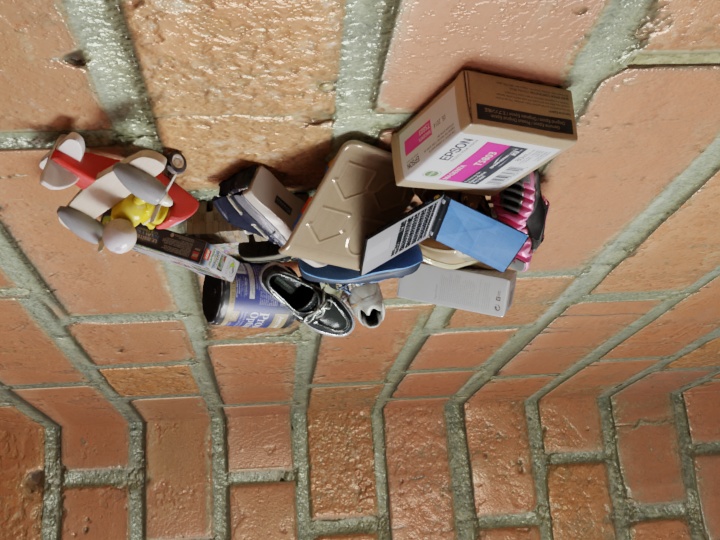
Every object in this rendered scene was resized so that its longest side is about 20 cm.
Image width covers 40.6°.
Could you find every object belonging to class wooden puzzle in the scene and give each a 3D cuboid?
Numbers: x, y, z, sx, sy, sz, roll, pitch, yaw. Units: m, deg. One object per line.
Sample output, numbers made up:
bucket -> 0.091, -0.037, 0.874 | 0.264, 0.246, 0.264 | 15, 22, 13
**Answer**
wooden puzzle -> -0.010, -0.094, 1.396 | 0.183, 0.046, 0.201 | 12, 121, -48

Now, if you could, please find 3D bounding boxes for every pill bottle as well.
pill bottle -> -0.173, 0.045, 1.730 | 0.196, 0.114, 0.112 | 5, 161, -28

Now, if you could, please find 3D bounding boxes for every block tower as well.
block tower -> -0.165, -0.078, 1.499 | 0.195, 0.059, 0.054 | -2, 163, 1

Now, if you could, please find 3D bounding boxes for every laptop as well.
laptop -> 0.112, -0.022, 1.390 | 0.198, 0.117, 0.188 | -30, 168, -10

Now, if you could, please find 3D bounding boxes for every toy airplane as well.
toy airplane -> -0.321, -0.095, 1.261 | 0.194, 0.144, 0.200 | -4, 163, 2

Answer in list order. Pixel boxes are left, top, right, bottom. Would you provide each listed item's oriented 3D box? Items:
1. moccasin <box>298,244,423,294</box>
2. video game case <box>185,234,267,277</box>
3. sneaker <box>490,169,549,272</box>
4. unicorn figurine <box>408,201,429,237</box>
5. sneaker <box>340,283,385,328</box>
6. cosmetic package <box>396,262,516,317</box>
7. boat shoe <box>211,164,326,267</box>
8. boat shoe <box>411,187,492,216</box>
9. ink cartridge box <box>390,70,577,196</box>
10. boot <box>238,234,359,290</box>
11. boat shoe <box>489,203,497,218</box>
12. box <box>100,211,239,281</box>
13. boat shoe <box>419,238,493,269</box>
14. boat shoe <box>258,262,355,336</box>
moccasin -> 0.000, 0.000, 1.529 | 0.195, 0.082, 0.068 | 1, 155, -5
video game case -> -0.250, -0.027, 1.703 | 0.140, 0.018, 0.200 | -10, 162, 17
sneaker -> 0.250, -0.097, 1.471 | 0.095, 0.078, 0.202 | -38, 144, -28
unicorn figurine -> 0.051, -0.068, 1.576 | 0.135, 0.075, 0.200 | -3, 150, 27
sneaker -> 0.008, 0.067, 1.745 | 0.074, 0.094, 0.200 | -18, 162, -3
cosmetic package -> 0.172, 0.023, 1.733 | 0.196, 0.076, 0.102 | 12, -169, 15
boat shoe -> -0.130, -0.073, 1.433 | 0.092, 0.076, 0.200 | -11, 134, 39
boat shoe -> 0.145, -0.102, 1.437 | 0.072, 0.068, 0.199 | -41, 152, 17
ink cartridge box -> 0.154, -0.169, 1.251 | 0.162, 0.077, 0.200 | 3, 162, -25
boot -> -0.087, -0.019, 1.610 | 0.199, 0.075, 0.155 | -12, 143, 12
boat shoe -> 0.200, -0.073, 1.589 | 0.196, 0.061, 0.072 | -8, 163, 12
box -> -0.295, -0.036, 1.500 | 0.197, 0.035, 0.110 | 17, 171, 23
boat shoe -> 0.176, -0.045, 1.682 | 0.196, 0.073, 0.066 | 4, 122, -24
boat shoe -> -0.084, 0.055, 1.669 | 0.199, 0.074, 0.068 | 41, 178, -22
